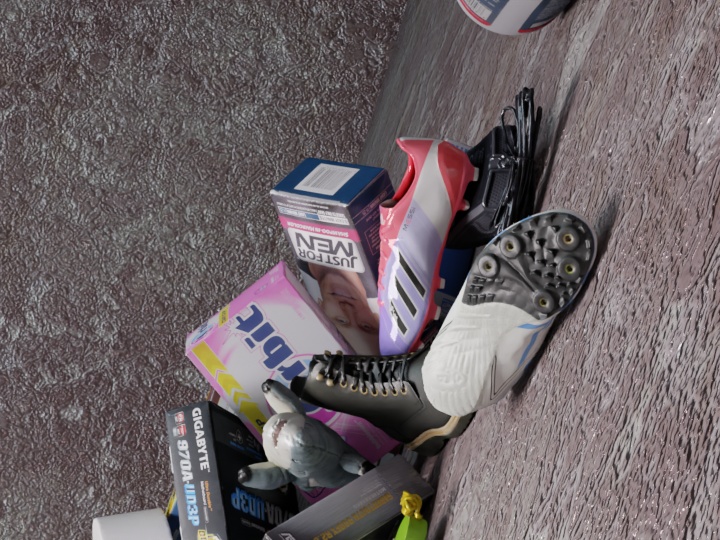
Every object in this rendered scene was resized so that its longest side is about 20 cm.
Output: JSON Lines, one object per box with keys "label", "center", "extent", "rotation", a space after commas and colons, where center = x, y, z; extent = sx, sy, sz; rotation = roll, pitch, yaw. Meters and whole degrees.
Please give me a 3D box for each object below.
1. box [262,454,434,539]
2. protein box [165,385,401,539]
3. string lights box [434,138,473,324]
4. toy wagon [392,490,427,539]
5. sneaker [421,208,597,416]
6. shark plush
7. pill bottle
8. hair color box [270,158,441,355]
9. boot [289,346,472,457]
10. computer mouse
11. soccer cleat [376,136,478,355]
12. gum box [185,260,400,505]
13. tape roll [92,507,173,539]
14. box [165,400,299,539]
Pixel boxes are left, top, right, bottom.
{"label": "box", "center": [-0.035, 0.261, 1.401], "extent": [0.158, 0.048, 0.201], "rotation": [-25, -29, -39]}
{"label": "protein box", "center": [-0.087, 0.227, 1.696], "extent": [0.199, 0.199, 0.136], "rotation": [120, 169, -65]}
{"label": "string lights box", "center": [0.076, -0.021, 1.664], "extent": [0.103, 0.059, 0.201], "rotation": [119, 169, -60]}
{"label": "toy wagon", "center": [0.019, 0.273, 1.296], "extent": [0.155, 0.039, 0.201], "rotation": [-104, 35, -81]}
{"label": "sneaker", "center": [0.106, 0.024, 1.146], "extent": [0.072, 0.072, 0.200], "rotation": [-37, -15, -46]}
{"label": "shark plush", "center": [-0.024, 0.172, 1.412], "extent": [0.083, 0.200, 0.091], "rotation": [4, 61, 38]}
{"label": "pill bottle", "center": [0.156, -0.295, 1.480], "extent": [0.200, 0.119, 0.120], "rotation": [136, 153, -78]}
{"label": "hair color box", "center": [0.000, 0.000, 1.511], "extent": [0.061, 0.100, 0.201], "rotation": [-44, -52, -32]}
{"label": "boot", "center": [0.022, 0.089, 1.375], "extent": [0.200, 0.138, 0.078], "rotation": [118, 170, -56]}
{"label": "computer mouse", "center": [0.119, -0.067, 1.442], "extent": [0.200, 0.052, 0.139], "rotation": [147, 135, -69]}
{"label": "soccer cleat", "center": [0.041, -0.017, 1.431], "extent": [0.067, 0.076, 0.201], "rotation": [-135, 62, -77]}
{"label": "gum box", "center": [-0.052, 0.107, 1.496], "extent": [0.113, 0.200, 0.066], "rotation": [-38, 12, 5]}
{"label": "tape roll", "center": [-0.219, 0.340, 1.643], "extent": [0.202, 0.070, 0.204], "rotation": [173, 90, -77]}
{"label": "box", "center": [-0.107, 0.217, 1.480], "extent": [0.200, 0.046, 0.160], "rotation": [44, -147, -64]}
